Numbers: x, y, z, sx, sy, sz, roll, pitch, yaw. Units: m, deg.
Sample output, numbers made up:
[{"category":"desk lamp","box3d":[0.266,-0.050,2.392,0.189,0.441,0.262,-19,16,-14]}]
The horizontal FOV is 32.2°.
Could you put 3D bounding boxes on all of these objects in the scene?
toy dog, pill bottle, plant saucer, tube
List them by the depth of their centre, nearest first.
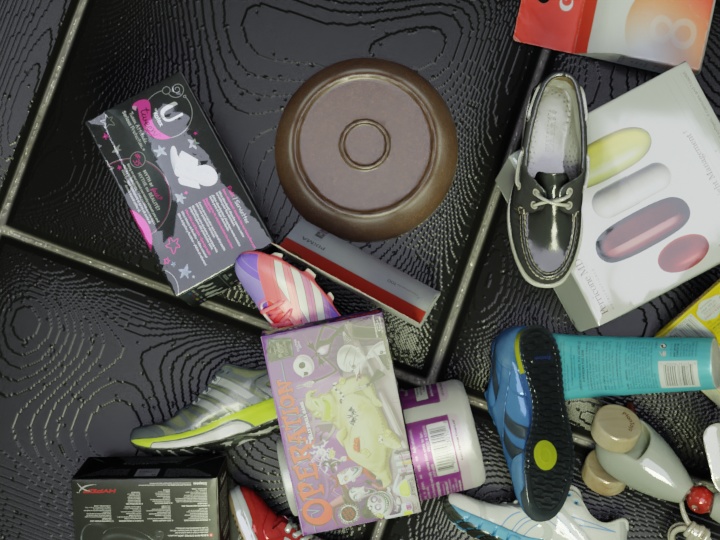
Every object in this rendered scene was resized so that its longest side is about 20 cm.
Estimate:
[{"category":"toy dog","box3d":[0.319,0.195,1.269,0.200,0.132,0.096,37,49,0]},{"category":"pill bottle","box3d":[0.020,0.186,1.269,0.199,0.112,0.113,-13,85,1]},{"category":"tube","box3d":[0.264,0.098,1.279,0.199,0.050,0.078,-3,80,25]},{"category":"plant saucer","box3d":[0.006,-0.132,1.334,0.199,0.034,0.202,0,85,1]}]

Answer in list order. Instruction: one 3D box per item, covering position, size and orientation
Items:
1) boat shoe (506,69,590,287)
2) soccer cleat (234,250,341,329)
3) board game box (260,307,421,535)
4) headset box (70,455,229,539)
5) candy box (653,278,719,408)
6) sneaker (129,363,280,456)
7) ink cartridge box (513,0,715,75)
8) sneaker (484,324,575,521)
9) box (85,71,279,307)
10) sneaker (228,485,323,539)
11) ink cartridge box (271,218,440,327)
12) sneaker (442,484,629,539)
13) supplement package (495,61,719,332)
[{"category":"boat shoe","box3d":[0.179,-0.086,1.161,0.073,0.060,0.201,8,84,3]},{"category":"soccer cleat","box3d":[-0.051,0.062,1.215,0.200,0.067,0.077,44,55,-19]},{"category":"board game box","box3d":[-0.017,0.145,1.192,0.119,0.032,0.201,-11,100,5]},{"category":"headset box","box3d":[-0.209,0.295,1.271,0.148,0.077,0.201,-2,100,2]},{"category":"candy box","box3d":[0.383,0.053,1.238,0.102,0.200,0.026,41,49,3]},{"category":"sneaker","box3d":[-0.146,0.144,1.308,0.199,0.074,0.081,-16,69,-1]},{"category":"ink cartridge box","box3d":[0.277,-0.305,1.329,0.199,0.050,0.163,13,86,0]},{"category":"sneaker","box3d":[0.168,0.157,1.281,0.066,0.078,0.201,6,72,-33]},{"category":"box","box3d":[-0.176,-0.080,1.287,0.114,0.132,0.201,-28,84,-3]},{"category":"sneaker","box3d":[-0.046,0.288,1.284,0.112,0.071,0.201,-32,93,3]},{"category":"ink cartridge box","box3d":[0.000,0.000,1.239,0.162,0.200,0.057,28,84,4]},{"category":"sneaker","box3d":[0.183,0.255,1.286,0.199,0.075,0.087,20,76,-2]},{"category":"supplement package","box3d":[0.271,-0.069,1.262,0.199,0.147,0.192,-28,85,-1]}]
